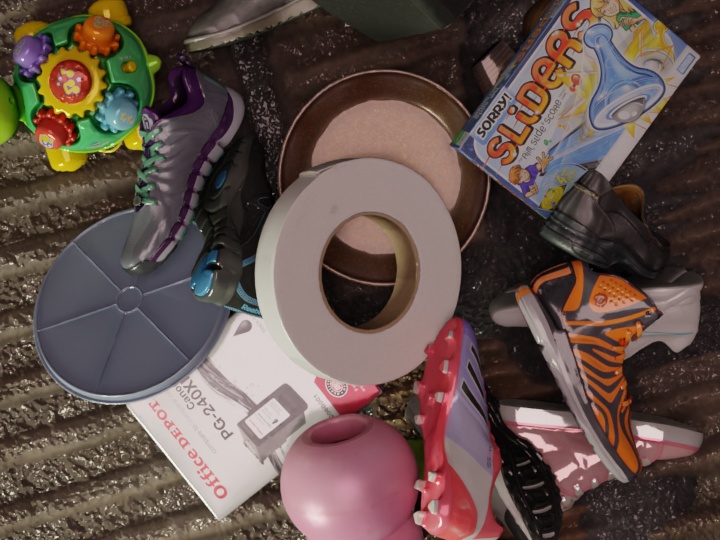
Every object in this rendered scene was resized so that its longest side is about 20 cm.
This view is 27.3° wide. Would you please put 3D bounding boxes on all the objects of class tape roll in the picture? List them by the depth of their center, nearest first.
[{"bbox_3d":[0.000,0.000,1.316,0.201,0.037,0.205,-2,93,-31],"label":"tape roll"}]

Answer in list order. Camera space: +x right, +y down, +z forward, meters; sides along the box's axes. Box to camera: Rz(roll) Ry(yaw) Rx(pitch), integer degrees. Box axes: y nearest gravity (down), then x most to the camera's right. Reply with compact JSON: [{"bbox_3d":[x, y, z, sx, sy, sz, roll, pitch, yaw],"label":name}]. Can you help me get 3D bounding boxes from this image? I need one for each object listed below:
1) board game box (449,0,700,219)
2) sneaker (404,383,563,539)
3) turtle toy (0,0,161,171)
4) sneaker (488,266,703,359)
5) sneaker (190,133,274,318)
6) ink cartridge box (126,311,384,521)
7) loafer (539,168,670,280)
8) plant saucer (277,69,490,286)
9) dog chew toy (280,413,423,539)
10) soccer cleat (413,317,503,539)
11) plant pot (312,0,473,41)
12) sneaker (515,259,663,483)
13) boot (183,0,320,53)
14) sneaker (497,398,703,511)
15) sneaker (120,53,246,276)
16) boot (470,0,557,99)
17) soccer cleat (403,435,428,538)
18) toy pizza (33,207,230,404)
[{"bbox_3d":[0.191,-0.152,1.325,0.135,0.034,0.201,35,92,-16],"label":"board game box"},{"bbox_3d":[0.112,0.178,1.353,0.079,0.074,0.201,-50,61,29],"label":"sneaker"},{"bbox_3d":[-0.279,-0.165,1.366,0.198,0.101,0.147,-16,94,3],"label":"turtle toy"},{"bbox_3d":[0.220,0.047,1.383,0.198,0.071,0.081,-2,111,7],"label":"sneaker"},{"bbox_3d":[-0.104,-0.038,1.353,0.082,0.201,0.073,25,136,-24],"label":"sneaker"},{"bbox_3d":[-0.098,0.115,1.392,0.200,0.083,0.146,-39,93,4],"label":"ink cartridge box"},{"bbox_3d":[0.234,-0.040,1.316,0.073,0.200,0.073,33,102,28],"label":"loafer"},{"bbox_3d":[0.022,-0.087,1.395,0.199,0.037,0.202,0,95,1],"label":"plant saucer"},{"bbox_3d":[0.001,0.232,1.322,0.123,0.125,0.202,-12,108,3],"label":"dog chew toy"},{"bbox_3d":[0.090,0.140,1.294,0.076,0.067,0.201,17,59,-22],"label":"soccer cleat"},{"bbox_3d":[0.032,-0.312,1.283,0.200,0.199,0.178,-48,112,-18],"label":"plant pot"},{"bbox_3d":[0.226,0.081,1.309,0.111,0.078,0.201,-27,95,4],"label":"sneaker"},{"bbox_3d":[-0.113,-0.319,1.363,0.181,0.073,0.201,-26,100,-10],"label":"boot"},{"bbox_3d":[0.217,0.181,1.390,0.198,0.075,0.106,5,91,9],"label":"sneaker"},{"bbox_3d":[-0.185,-0.096,1.353,0.087,0.074,0.201,37,69,-34],"label":"sneaker"},{"bbox_3d":[0.204,-0.185,1.371,0.200,0.070,0.146,-43,98,6],"label":"boot"},{"bbox_3d":[0.014,0.246,1.406,0.081,0.068,0.200,43,92,6],"label":"soccer cleat"},{"bbox_3d":[-0.209,0.033,1.377,0.198,0.032,0.202,-7,63,13],"label":"toy pizza"}]
